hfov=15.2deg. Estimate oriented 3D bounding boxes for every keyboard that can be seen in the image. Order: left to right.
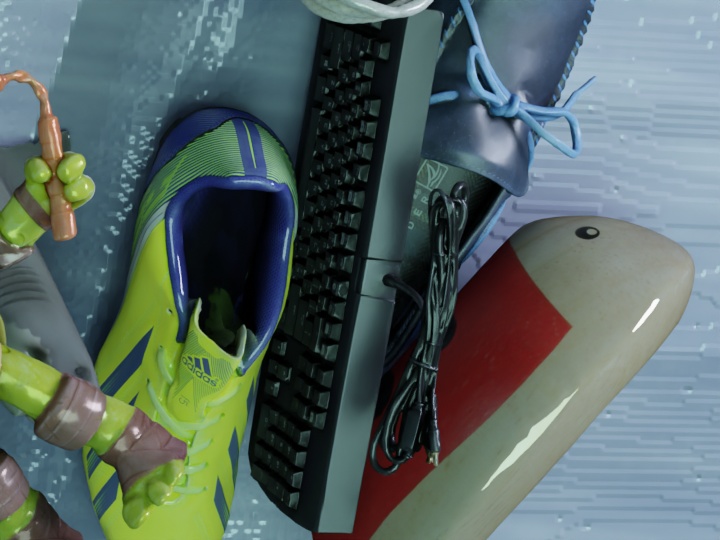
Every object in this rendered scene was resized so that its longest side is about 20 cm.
[{"bbox_3d":[0.000,0.000,0.995,0.020,0.127,0.202,2,103,-33],"label":"keyboard"}]

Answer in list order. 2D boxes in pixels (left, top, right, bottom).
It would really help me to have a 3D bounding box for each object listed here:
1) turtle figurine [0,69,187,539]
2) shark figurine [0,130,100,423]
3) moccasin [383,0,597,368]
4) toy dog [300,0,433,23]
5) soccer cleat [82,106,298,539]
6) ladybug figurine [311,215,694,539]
[{"bbox_3d":[-0.148,0.041,0.917,0.200,0.064,0.161,-45,109,-5],"label":"turtle figurine"},{"bbox_3d":[-0.139,-0.051,0.985,0.089,0.128,0.216,-27,113,-37],"label":"shark figurine"},{"bbox_3d":[0.044,-0.046,1.032,0.080,0.068,0.201,17,107,-21],"label":"moccasin"},{"bbox_3d":[0.055,-0.170,0.963,0.198,0.132,0.097,-9,137,-21],"label":"toy dog"},{"bbox_3d":[-0.066,0.037,1.029,0.064,0.084,0.202,5,111,-17],"label":"soccer cleat"},{"bbox_3d":[0.046,0.054,1.050,0.072,0.136,0.200,42,96,4],"label":"ladybug figurine"}]
